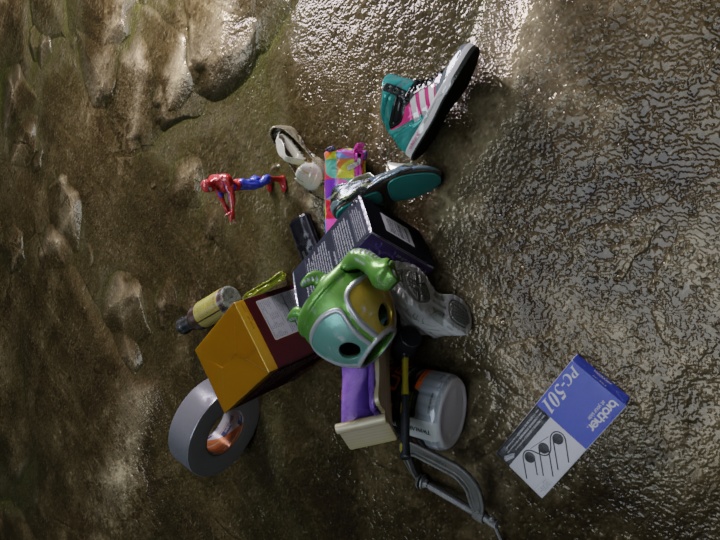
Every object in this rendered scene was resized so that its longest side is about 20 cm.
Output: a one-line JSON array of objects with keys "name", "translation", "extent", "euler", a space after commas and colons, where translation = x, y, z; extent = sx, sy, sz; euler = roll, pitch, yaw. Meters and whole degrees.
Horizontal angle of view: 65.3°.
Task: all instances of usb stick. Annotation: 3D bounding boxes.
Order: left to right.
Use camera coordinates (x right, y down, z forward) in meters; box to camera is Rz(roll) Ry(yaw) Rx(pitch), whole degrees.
[{"name": "usb stick", "translation": [-0.089, -0.015, 1.108], "extent": [0.055, 0.032, 0.204], "euler": [-26, 79, 27]}]

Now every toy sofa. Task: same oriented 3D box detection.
[{"name": "toy sofa", "translation": [0.004, 0.165, 0.887], "extent": [0.081, 0.202, 0.099], "euler": [-15, 130, 13]}]

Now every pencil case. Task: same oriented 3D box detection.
[{"name": "pencil case", "translation": [-0.026, -0.125, 1.022], "extent": [0.087, 0.088, 0.205], "euler": [4, 99, 35]}]

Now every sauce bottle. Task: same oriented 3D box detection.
[{"name": "sauce bottle", "translation": [-0.354, 0.097, 1.288], "extent": [0.198, 0.064, 0.066], "euler": [-25, 80, 33]}]

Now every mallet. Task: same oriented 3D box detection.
[{"name": "mallet", "translation": [0.067, 0.191, 0.876], "extent": [0.066, 0.040, 0.204], "euler": [117, 160, -62]}]

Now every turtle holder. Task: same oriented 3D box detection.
[{"name": "turtle holder", "translation": [-0.005, 0.053, 0.813], "extent": [0.132, 0.140, 0.186], "euler": [45, 103, 20]}]

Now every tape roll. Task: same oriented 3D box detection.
[{"name": "tape roll", "translation": [-0.306, 0.329, 1.193], "extent": [0.065, 0.199, 0.205], "euler": [21, 106, 31]}]

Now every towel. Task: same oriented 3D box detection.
[{"name": "towel", "translation": [-0.181, 0.027, 1.075], "extent": [0.085, 0.200, 0.018], "euler": [-30, 94, -6]}]

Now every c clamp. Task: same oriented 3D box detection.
[{"name": "c clamp", "translation": [0.146, 0.369, 0.945], "extent": [0.198, 0.027, 0.173], "euler": [20, 138, 42]}]

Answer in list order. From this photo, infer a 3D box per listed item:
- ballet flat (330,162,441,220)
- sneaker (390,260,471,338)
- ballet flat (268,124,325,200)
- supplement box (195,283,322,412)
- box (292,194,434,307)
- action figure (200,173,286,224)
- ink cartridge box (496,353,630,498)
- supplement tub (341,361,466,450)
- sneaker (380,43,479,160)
[{"name": "ballet flat", "translation": [0.038, -0.148, 0.952], "extent": [0.196, 0.074, 0.076], "euler": [-19, 83, -1]}, {"name": "sneaker", "translation": [0.085, 0.061, 0.910], "extent": [0.099, 0.199, 0.079], "euler": [-31, 34, 41]}, {"name": "ballet flat", "translation": [-0.116, -0.207, 1.083], "extent": [0.068, 0.075, 0.201], "euler": [-48, 68, 25]}, {"name": "supplement box", "translation": [-0.166, 0.137, 1.053], "extent": [0.197, 0.198, 0.134], "euler": [-43, 73, 42]}, {"name": "box", "translation": [0.000, 0.000, 0.954], "extent": [0.200, 0.146, 0.105], "euler": [-48, 36, 26]}, {"name": "action figure", "translation": [-0.229, -0.141, 1.094], "extent": [0.064, 0.198, 0.101], "euler": [3, 96, 35]}, {"name": "ink cartridge box", "translation": [0.300, 0.235, 0.845], "extent": [0.094, 0.044, 0.202], "euler": [41, 116, 23]}, {"name": "supplement tub", "translation": [0.071, 0.223, 0.960], "extent": [0.197, 0.122, 0.126], "euler": [5, 97, 34]}, {"name": "sneaker", "translation": [0.099, -0.299, 0.922], "extent": [0.120, 0.083, 0.202], "euler": [41, 117, 15]}]
